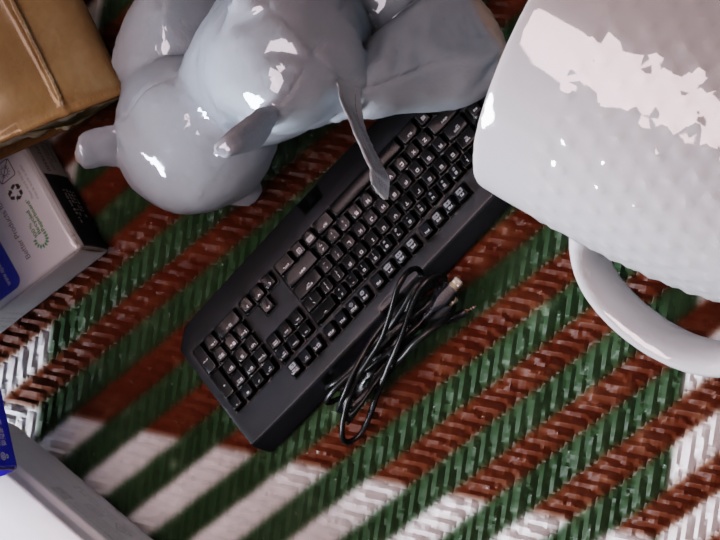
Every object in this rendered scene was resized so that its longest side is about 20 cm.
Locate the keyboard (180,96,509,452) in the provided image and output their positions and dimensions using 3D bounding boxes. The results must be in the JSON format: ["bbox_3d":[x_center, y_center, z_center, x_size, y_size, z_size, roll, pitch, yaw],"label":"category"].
[{"bbox_3d":[0.000,0.000,1.395,0.200,0.040,0.104,-47,70,17],"label":"keyboard"}]

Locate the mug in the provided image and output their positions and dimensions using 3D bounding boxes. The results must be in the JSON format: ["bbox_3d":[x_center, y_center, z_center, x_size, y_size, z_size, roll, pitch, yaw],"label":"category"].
[{"bbox_3d":[0.153,-0.041,1.280,0.175,0.148,0.200,29,130,16],"label":"mug"}]

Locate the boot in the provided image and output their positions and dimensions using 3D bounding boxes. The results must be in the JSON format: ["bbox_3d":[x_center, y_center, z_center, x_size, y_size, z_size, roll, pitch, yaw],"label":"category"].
[{"bbox_3d":[-0.161,-0.170,1.453,0.175,0.066,0.200,-24,84,-2],"label":"boot"}]

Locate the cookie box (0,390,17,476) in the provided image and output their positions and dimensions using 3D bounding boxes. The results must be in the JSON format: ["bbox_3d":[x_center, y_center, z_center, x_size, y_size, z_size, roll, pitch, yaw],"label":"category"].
[{"bbox_3d":[-0.269,0.019,1.405,0.171,0.075,0.201,-18,80,25],"label":"cookie box"}]

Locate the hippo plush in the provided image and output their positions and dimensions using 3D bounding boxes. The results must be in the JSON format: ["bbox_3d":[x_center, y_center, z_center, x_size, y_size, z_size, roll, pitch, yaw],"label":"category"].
[{"bbox_3d":[-0.035,-0.087,1.377,0.161,0.159,0.201,-42,44,48],"label":"hippo plush"}]

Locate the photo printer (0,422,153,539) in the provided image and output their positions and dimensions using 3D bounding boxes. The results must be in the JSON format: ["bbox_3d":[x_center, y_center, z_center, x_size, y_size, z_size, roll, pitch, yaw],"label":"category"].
[{"bbox_3d":[-0.178,0.198,1.453,0.166,0.069,0.200,38,103,22],"label":"photo printer"}]

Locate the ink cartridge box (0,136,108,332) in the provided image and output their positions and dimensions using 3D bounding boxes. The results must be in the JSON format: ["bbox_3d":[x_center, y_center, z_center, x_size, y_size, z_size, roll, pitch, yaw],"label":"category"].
[{"bbox_3d":[-0.227,0.005,1.503,0.200,0.037,0.095,-35,73,18],"label":"ink cartridge box"}]
